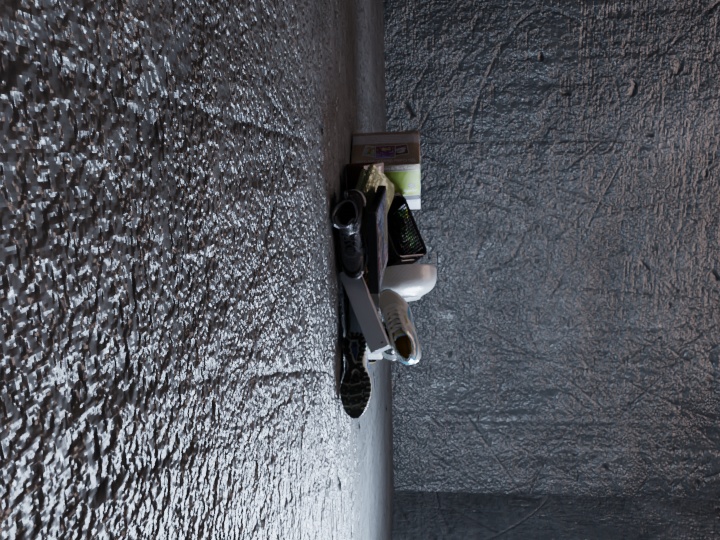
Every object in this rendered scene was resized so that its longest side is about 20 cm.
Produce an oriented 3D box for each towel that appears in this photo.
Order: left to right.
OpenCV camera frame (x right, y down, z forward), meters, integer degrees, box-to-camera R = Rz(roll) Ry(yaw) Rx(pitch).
[{"bbox_3d":[0.023,-0.148,1.367,0.148,0.036,0.204,24,85,-55],"label":"towel"}]

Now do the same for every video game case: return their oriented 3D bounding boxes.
[{"bbox_3d":[0.043,-0.076,1.300,0.181,0.025,0.204,-70,160,-61],"label":"video game case"}]

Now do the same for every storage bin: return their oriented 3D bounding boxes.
[{"bbox_3d":[0.086,-0.109,1.552,0.134,0.093,0.203,-6,67,-43],"label":"storage bin"}]

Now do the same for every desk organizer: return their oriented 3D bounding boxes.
[{"bbox_3d":[0.014,-0.183,1.445,0.071,0.076,0.204,-18,114,-37],"label":"desk organizer"}]

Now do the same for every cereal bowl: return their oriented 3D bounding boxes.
[{"bbox_3d":[0.115,0.040,1.505,0.200,0.196,0.085,56,28,-79],"label":"cereal bowl"}]

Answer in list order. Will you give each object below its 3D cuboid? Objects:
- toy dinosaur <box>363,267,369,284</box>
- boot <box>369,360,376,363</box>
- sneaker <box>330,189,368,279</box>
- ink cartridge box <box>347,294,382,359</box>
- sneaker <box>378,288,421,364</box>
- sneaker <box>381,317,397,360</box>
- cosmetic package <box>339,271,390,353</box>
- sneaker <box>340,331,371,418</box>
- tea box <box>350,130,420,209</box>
[{"bbox_3d":[0.000,0.000,1.486,0.107,0.059,0.203,-86,172,-50],"label":"toy dinosaur"},{"bbox_3d":[0.037,0.216,1.772,0.139,0.076,0.204,88,5,-64],"label":"boot"},{"bbox_3d":[-0.027,-0.078,1.208,0.114,0.074,0.205,-21,111,-77],"label":"sneaker"},{"bbox_3d":[0.018,0.156,1.513,0.200,0.085,0.148,67,23,-70],"label":"ink cartridge box"},{"bbox_3d":[0.099,0.139,1.388,0.203,0.075,0.081,68,12,13],"label":"sneaker"},{"bbox_3d":[0.091,0.141,1.502,0.092,0.065,0.202,87,9,-46],"label":"sneaker"},{"bbox_3d":[0.014,0.101,1.332,0.151,0.051,0.203,68,-1,-78],"label":"cosmetic package"},{"bbox_3d":[-0.005,0.257,1.325,0.090,0.077,0.204,72,18,-62],"label":"sneaker"},{"bbox_3d":[0.079,-0.291,1.609,0.198,0.195,0.136,81,10,-57],"label":"tea box"}]
